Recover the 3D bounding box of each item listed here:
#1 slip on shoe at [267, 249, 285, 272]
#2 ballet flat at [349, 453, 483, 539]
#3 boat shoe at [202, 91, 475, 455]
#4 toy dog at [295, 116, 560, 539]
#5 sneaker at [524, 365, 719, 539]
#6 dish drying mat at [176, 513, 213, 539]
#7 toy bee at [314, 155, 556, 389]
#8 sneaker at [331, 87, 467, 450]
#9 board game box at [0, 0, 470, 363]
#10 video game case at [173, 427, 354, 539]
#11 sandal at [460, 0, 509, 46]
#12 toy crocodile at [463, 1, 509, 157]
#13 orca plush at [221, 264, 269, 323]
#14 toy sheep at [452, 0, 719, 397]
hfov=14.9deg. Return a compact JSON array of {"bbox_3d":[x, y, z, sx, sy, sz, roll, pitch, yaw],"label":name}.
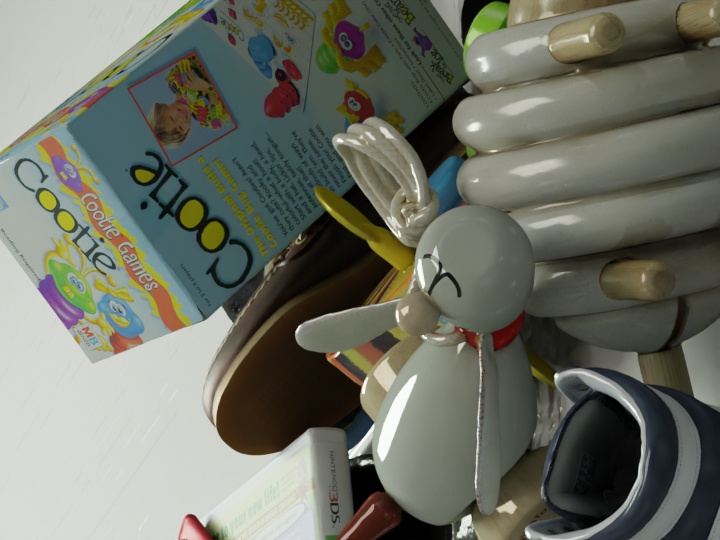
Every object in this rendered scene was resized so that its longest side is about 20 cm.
[{"bbox_3d":[-0.013,-0.060,1.439,0.076,0.060,0.201,152,129,-63],"label":"slip on shoe"},{"bbox_3d":[0.028,0.109,1.222,0.200,0.057,0.067,155,125,-68],"label":"ballet flat"},{"bbox_3d":[0.000,0.000,1.286,0.200,0.070,0.070,-44,37,-1],"label":"boat shoe"},{"bbox_3d":[0.023,0.051,1.054,0.096,0.200,0.132,-38,45,-16],"label":"toy dog"},{"bbox_3d":[0.095,0.082,0.999,0.200,0.108,0.070,159,123,-66],"label":"sneaker"},{"bbox_3d":[-0.059,0.189,1.278,0.200,0.018,0.077,-134,50,-60],"label":"dish drying mat"},{"bbox_3d":[0.039,-0.008,1.161,0.109,0.131,0.200,-59,-12,-57],"label":"toy bee"},{"bbox_3d":[0.004,-0.001,1.356,0.078,0.066,0.201,66,-137,-73],"label":"sneaker"},{"bbox_3d":[-0.061,-0.064,1.233,0.200,0.105,0.103,-43,13,-35],"label":"board game box"},{"bbox_3d":[-0.044,0.189,1.293,0.200,0.022,0.183,137,131,-59],"label":"video game case"},{"bbox_3d":[0.047,-0.156,1.247,0.201,0.048,0.076,84,-156,-69],"label":"sandal"},{"bbox_3d":[0.098,-0.129,1.207,0.067,0.062,0.201,21,96,29],"label":"toy crocodile"},{"bbox_3d":[-0.071,-0.041,1.487,0.200,0.071,0.105,83,-151,-43],"label":"orca plush"},{"bbox_3d":[0.100,-0.039,1.044,0.138,0.137,0.201,179,83,-69],"label":"toy sheep"}]
